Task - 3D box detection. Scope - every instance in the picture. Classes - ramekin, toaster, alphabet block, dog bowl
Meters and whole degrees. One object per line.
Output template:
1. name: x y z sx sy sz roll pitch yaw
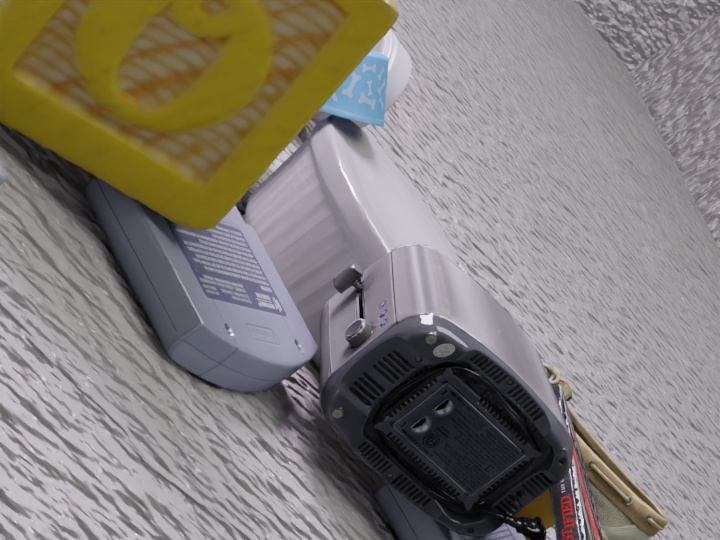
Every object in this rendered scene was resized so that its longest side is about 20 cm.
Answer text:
1. ramekin: 0.000 0.000 1.864 0.203 0.094 0.203 52 13 -18
2. toaster: 0.057 0.076 1.723 0.200 0.114 0.129 41 20 -27
3. alphabet block: -0.121 -0.180 1.560 0.196 0.195 0.200 28 27 -29
4. dog bowl: -0.053 -0.152 1.906 0.111 0.050 0.200 13 8 -35

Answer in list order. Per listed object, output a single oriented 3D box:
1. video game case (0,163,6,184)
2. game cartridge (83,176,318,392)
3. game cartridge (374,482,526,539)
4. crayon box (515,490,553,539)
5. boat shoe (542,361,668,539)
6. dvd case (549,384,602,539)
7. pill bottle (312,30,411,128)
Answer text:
1. video game case: -0.271 -0.145 1.382 0.201 0.022 0.182 63 14 24
2. game cartridge: -0.092 0.010 1.636 0.133 0.041 0.200 57 13 16
3. game cartridge: 0.078 0.197 1.814 0.134 0.040 0.200 56 13 12
4. crayon box: 0.098 0.119 2.036 0.127 0.051 0.200 45 18 -44
5. boat shoe: 0.153 0.118 1.984 0.201 0.063 0.073 61 14 10
6. dvd case: 0.149 0.197 1.776 0.201 0.022 0.146 -96 171 -45
7. pill bottle: -0.052 -0.207 2.121 0.200 0.114 0.114 48 16 -35
